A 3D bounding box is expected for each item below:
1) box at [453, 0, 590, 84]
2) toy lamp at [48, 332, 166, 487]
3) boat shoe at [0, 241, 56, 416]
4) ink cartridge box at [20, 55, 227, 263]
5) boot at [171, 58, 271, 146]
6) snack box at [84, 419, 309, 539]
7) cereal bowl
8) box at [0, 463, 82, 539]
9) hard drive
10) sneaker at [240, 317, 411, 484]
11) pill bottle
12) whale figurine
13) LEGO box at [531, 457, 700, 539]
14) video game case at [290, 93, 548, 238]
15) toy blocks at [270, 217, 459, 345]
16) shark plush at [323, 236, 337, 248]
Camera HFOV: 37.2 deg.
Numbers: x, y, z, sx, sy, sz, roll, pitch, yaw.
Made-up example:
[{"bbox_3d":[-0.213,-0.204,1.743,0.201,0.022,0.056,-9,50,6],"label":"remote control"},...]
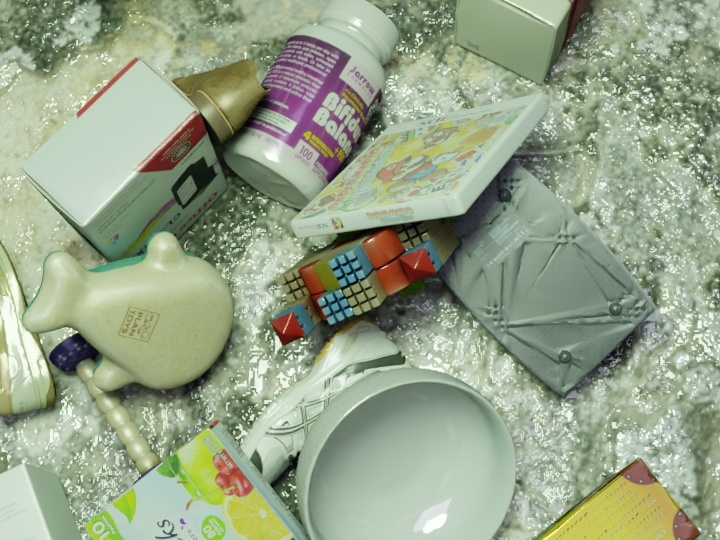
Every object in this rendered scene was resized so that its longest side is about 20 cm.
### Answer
[{"bbox_3d":[0.190,-0.315,1.089,0.109,0.128,0.200,28,77,10],"label":"box"},{"bbox_3d":[-0.220,0.149,1.009,0.058,0.058,0.200,-33,74,-7],"label":"toy lamp"},{"bbox_3d":[-0.355,0.045,1.031,0.066,0.074,0.201,-19,72,-24],"label":"boat shoe"},{"bbox_3d":[-0.211,-0.087,1.004,0.083,0.200,0.146,41,80,11],"label":"ink cartridge box"},{"bbox_3d":[-0.139,-0.167,1.042,0.075,0.200,0.074,-40,113,-10],"label":"boot"},{"bbox_3d":[-0.122,0.254,0.938,0.142,0.053,0.200,-38,90,4],"label":"snack box"},{"bbox_3d":[0.033,0.175,0.947,0.199,0.083,0.201,-5,106,-19],"label":"cereal bowl"},{"bbox_3d":[-0.305,0.291,0.948,0.124,0.098,0.201,-24,74,-4],"label":"box"},{"bbox_3d":[0.165,0.005,1.017,0.135,0.042,0.200,-44,84,4],"label":"hard drive"},{"bbox_3d":[-0.032,0.139,0.991,0.088,0.076,0.200,39,80,13],"label":"sneaker"},{"bbox_3d":[-0.043,-0.170,1.065,0.112,0.112,0.201,27,77,10],"label":"pill bottle"},{"bbox_3d":[-0.215,0.031,0.984,0.104,0.199,0.160,35,105,48],"label":"whale figurine"},{"bbox_3d":[0.173,0.257,0.907,0.200,0.149,0.077,-36,75,-8],"label":"LEGO box"},{"bbox_3d":[0.056,-0.097,0.983,0.181,0.023,0.200,-7,29,38],"label":"video game case"},{"bbox_3d":[0.000,0.000,0.959,0.199,0.137,0.100,-24,98,22],"label":"toy blocks"},{"bbox_3d":[0.058,-0.060,1.053,0.200,0.091,0.084,-31,105,-13],"label":"shark plush"}]
